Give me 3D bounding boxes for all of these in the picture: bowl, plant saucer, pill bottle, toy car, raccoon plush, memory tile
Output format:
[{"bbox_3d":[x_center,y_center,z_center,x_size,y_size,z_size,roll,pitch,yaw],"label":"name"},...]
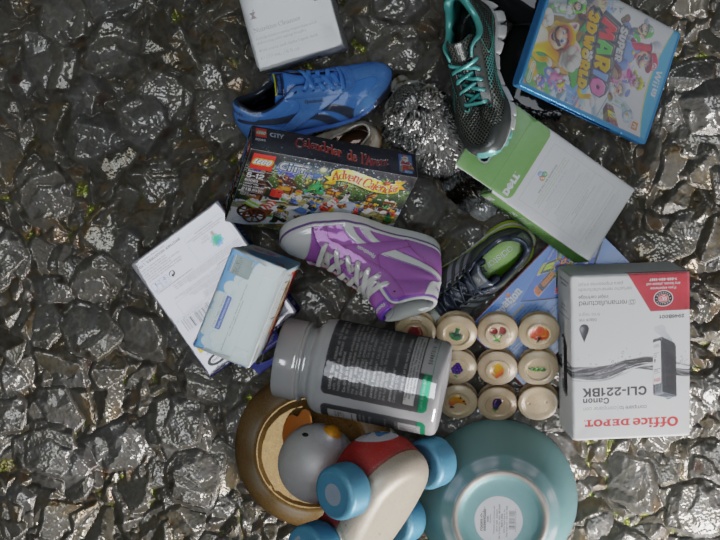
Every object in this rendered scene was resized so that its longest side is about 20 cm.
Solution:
[{"bbox_3d":[0.168,0.287,1.641,0.199,0.105,0.202,0,93,3],"label":"bowl"},{"bbox_3d":[-0.060,0.224,1.684,0.199,0.035,0.202,0,94,3],"label":"plant saucer"},{"bbox_3d":[0.001,0.120,1.590,0.199,0.113,0.114,11,94,7],"label":"pill bottle"},{"bbox_3d":[-0.029,0.229,1.595,0.200,0.184,0.178,43,123,30],"label":"toy car"},{"bbox_3d":[0.103,-0.150,1.601,0.200,0.134,0.097,41,94,0],"label":"raccoon plush"},{"bbox_3d":[0.141,0.117,1.645,0.199,0.017,0.154,0,119,4],"label":"memory tile"}]

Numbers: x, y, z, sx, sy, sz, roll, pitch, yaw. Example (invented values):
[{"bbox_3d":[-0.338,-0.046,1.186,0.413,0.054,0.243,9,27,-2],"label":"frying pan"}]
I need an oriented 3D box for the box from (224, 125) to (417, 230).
[{"bbox_3d":[-0.048,-0.096,1.593,0.199,0.137,0.038,9,53,-14],"label":"box"}]

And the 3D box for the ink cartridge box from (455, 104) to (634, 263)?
[{"bbox_3d":[0.212,-0.107,1.606,0.199,0.059,0.104,34,85,-7],"label":"ink cartridge box"}]

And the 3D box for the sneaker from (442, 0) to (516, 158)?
[{"bbox_3d":[0.123,-0.226,1.538,0.077,0.091,0.201,-15,69,26],"label":"sneaker"}]

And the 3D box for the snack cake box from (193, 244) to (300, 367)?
[{"bbox_3d":[-0.124,0.035,1.520,0.067,0.200,0.116,21,92,0],"label":"snack cake box"}]

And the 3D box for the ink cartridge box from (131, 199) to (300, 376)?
[{"bbox_3d":[-0.166,0.034,1.658,0.136,0.076,0.200,-36,89,3],"label":"ink cartridge box"}]

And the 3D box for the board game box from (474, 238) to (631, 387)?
[{"bbox_3d":[0.234,0.036,1.664,0.103,0.019,0.200,44,95,-2],"label":"board game box"}]

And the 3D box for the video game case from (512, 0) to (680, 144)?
[{"bbox_3d":[0.279,-0.249,1.589,0.199,0.018,0.144,20,87,-29],"label":"video game case"}]

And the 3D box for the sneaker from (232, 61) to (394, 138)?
[{"bbox_3d":[-0.057,-0.212,1.628,0.199,0.079,0.066,-20,52,5],"label":"sneaker"}]

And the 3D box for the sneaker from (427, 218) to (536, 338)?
[{"bbox_3d":[0.129,0.012,1.637,0.200,0.081,0.074,-44,90,5],"label":"sneaker"}]

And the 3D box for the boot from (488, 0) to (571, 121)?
[{"bbox_3d":[0.184,-0.278,1.626,0.197,0.073,0.163,20,100,4],"label":"boot"}]

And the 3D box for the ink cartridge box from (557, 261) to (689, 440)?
[{"bbox_3d":[0.313,0.096,1.618,0.143,0.084,0.201,-3,99,-2],"label":"ink cartridge box"}]

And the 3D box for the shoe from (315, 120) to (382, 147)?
[{"bbox_3d":[-0.066,-0.126,1.654,0.199,0.053,0.070,-31,91,5],"label":"shoe"}]

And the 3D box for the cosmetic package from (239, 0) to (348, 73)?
[{"bbox_3d":[-0.093,-0.349,1.628,0.112,0.081,0.201,-17,93,6],"label":"cosmetic package"}]

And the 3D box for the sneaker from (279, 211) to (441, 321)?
[{"bbox_3d":[0.000,0.000,1.596,0.199,0.073,0.115,9,54,-7],"label":"sneaker"}]
